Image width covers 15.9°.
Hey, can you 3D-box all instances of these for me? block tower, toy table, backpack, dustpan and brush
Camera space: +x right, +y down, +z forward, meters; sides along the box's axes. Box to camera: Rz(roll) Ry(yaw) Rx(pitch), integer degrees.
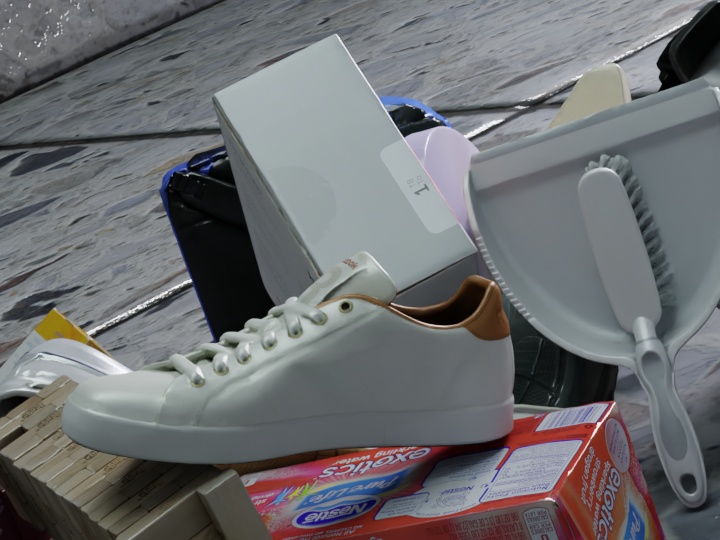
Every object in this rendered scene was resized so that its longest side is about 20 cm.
[{"bbox_3d":[-0.108,0.101,1.144,0.058,0.054,0.200,-36,25,-19],"label":"block tower"},{"bbox_3d":[0.110,-0.024,1.498,0.117,0.184,0.200,-15,-14,18],"label":"toy table"},{"bbox_3d":[-0.018,-0.035,1.718,0.200,0.163,0.168,-21,10,0],"label":"backpack"},{"bbox_3d":[0.137,0.018,1.260,0.139,0.200,0.057,-18,-4,12],"label":"dustpan and brush"}]

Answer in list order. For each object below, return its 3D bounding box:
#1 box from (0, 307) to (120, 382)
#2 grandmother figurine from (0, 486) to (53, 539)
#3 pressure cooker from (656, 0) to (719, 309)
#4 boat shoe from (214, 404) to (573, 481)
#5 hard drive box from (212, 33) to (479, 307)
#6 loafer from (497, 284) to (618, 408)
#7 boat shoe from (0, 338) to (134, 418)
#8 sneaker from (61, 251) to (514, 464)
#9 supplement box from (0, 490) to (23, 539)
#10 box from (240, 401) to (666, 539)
[{"bbox_3d":[-0.221,0.116,1.496,0.200,0.041,0.119,-51,18,-4],"label":"box"},{"bbox_3d":[-0.140,0.124,1.264,0.200,0.061,0.121,16,70,40],"label":"grandmother figurine"},{"bbox_3d":[0.247,-0.051,1.348,0.178,0.176,0.200,-5,15,-29],"label":"pressure cooker"},{"bbox_3d":[0.028,0.090,1.242,0.199,0.071,0.069,4,43,-5],"label":"boat shoe"},{"bbox_3d":[0.000,0.000,1.368,0.077,0.156,0.200,-27,-28,-8],"label":"hard drive box"},{"bbox_3d":[0.112,0.017,1.352,0.072,0.063,0.200,-13,50,39],"label":"loafer"},{"bbox_3d":[-0.103,0.104,1.356,0.200,0.074,0.065,20,29,12],"label":"boat shoe"},{"bbox_3d":[-0.031,0.034,1.098,0.200,0.085,0.073,-4,13,-20],"label":"sneaker"},{"bbox_3d":[-0.215,0.152,1.185,0.110,0.200,0.086,-17,20,14],"label":"supplement box"},{"bbox_3d":[0.026,0.135,1.137,0.200,0.096,0.100,-14,16,27],"label":"box"}]
